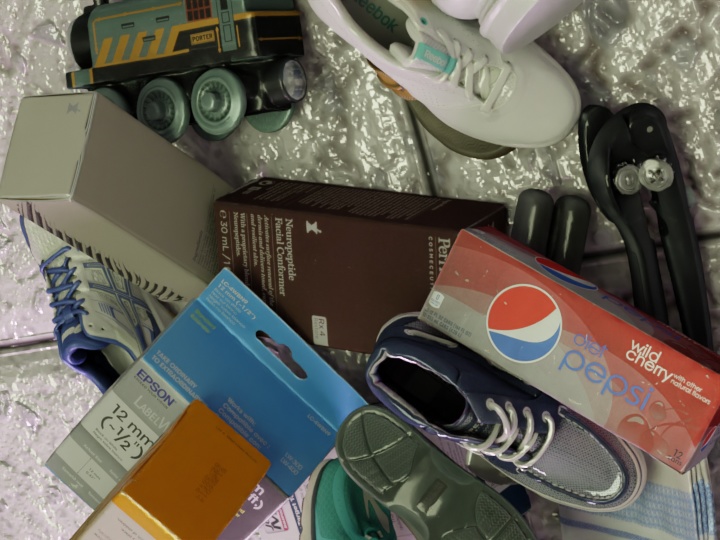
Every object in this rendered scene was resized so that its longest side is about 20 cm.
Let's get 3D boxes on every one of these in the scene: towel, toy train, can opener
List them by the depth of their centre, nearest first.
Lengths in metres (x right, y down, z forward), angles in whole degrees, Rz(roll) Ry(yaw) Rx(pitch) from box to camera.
[{"bbox_3d":[0.193,-0.014,1.603,0.063,0.079,0.201,-19,103,4],"label":"can opener"},{"bbox_3d":[0.107,0.045,1.659,0.053,0.067,0.201,9,95,-15],"label":"can opener"},{"bbox_3d":[0.182,0.173,1.667,0.147,0.024,0.201,10,114,50],"label":"towel"},{"bbox_3d":[-0.124,-0.146,1.739,0.199,0.085,0.115,-6,91,36],"label":"toy train"}]

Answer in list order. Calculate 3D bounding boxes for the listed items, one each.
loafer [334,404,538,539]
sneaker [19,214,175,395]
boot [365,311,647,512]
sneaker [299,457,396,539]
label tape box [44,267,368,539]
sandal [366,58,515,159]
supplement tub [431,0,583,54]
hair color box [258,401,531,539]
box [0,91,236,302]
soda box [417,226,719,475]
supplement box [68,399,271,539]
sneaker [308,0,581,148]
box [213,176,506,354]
[{"bbox_3d":[0.067,0.166,1.655,0.072,0.063,0.200,-46,71,7],"label":"loafer"},{"bbox_3d":[-0.196,0.026,1.836,0.200,0.088,0.075,52,127,7],"label":"sneaker"},{"bbox_3d":[0.090,0.102,1.588,0.199,0.090,0.073,30,106,2],"label":"boot"},{"bbox_3d":[0.016,0.215,1.666,0.080,0.077,0.201,-38,59,47],"label":"sneaker"},{"bbox_3d":[-0.109,0.115,1.740,0.143,0.066,0.200,43,126,-1],"label":"label tape box"},{"bbox_3d":[0.034,-0.155,1.647,0.082,0.055,0.200,-35,87,36],"label":"sandal"},{"bbox_3d":[0.069,-0.248,1.537,0.200,0.144,0.144,49,125,8],"label":"supplement tub"},{"bbox_3d":[0.013,0.146,1.764,0.199,0.060,0.100,-13,97,35],"label":"hair color box"},{"bbox_3d":[-0.158,-0.047,1.716,0.068,0.200,0.083,0,68,33],"label":"box"},{"bbox_3d":[0.141,0.047,1.574,0.200,0.063,0.070,30,102,16],"label":"soda box"},{"bbox_3d":[-0.161,0.195,1.691,0.073,0.126,0.200,40,124,-2],"label":"supplement box"},{"bbox_3d":[0.050,-0.134,1.574,0.199,0.089,0.075,29,99,-6],"label":"sneaker"},{"bbox_3d":[0.000,0.000,1.714,0.199,0.075,0.101,6,110,28],"label":"box"}]
